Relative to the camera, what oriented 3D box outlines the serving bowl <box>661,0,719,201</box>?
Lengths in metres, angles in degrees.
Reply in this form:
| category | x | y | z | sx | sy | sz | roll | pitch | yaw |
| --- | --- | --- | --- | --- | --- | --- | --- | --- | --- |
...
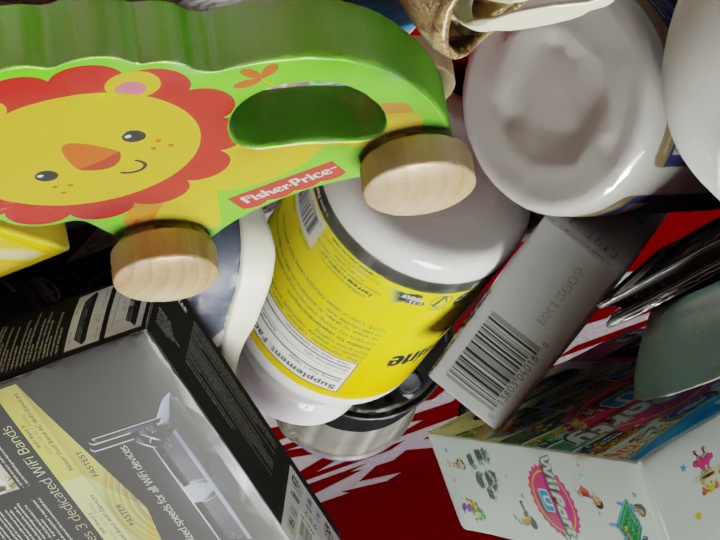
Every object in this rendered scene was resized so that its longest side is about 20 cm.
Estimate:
| category | x | y | z | sx | sy | sz | roll | pitch | yaw |
| --- | --- | --- | --- | --- | --- | --- | --- | --- | --- |
| serving bowl | 0.190 | -0.126 | 0.789 | 0.200 | 0.066 | 0.201 | -40 | 154 | -24 |

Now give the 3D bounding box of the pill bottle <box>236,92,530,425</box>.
| category | x | y | z | sx | sy | sz | roll | pitch | yaw |
| --- | --- | --- | --- | --- | --- | --- | --- | --- | --- |
| pill bottle | 0.000 | 0.000 | 0.985 | 0.112 | 0.113 | 0.200 | -11 | 155 | -31 |

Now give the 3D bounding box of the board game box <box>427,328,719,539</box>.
| category | x | y | z | sx | sy | sz | roll | pitch | yaw |
| --- | --- | --- | --- | --- | --- | --- | --- | --- | --- |
| board game box | 0.147 | 0.083 | 0.931 | 0.147 | 0.065 | 0.200 | -25 | -169 | -25 |

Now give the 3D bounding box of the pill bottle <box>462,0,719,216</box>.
| category | x | y | z | sx | sy | sz | roll | pitch | yaw |
| --- | --- | --- | --- | --- | --- | --- | --- | --- | --- |
| pill bottle | 0.150 | -0.084 | 0.918 | 0.111 | 0.112 | 0.199 | -28 | 164 | 38 |

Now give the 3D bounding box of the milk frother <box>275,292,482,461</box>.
| category | x | y | z | sx | sy | sz | roll | pitch | yaw |
| --- | --- | --- | --- | --- | --- | --- | --- | --- | --- |
| milk frother | 0.040 | 0.091 | 1.319 | 0.179 | 0.201 | 0.188 | -20 | 169 | -10 |

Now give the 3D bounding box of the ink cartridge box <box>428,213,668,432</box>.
| category | x | y | z | sx | sy | sz | roll | pitch | yaw |
| --- | --- | --- | --- | --- | --- | --- | --- | --- | --- |
| ink cartridge box | 0.111 | -0.002 | 0.989 | 0.109 | 0.050 | 0.200 | -55 | 174 | 26 |

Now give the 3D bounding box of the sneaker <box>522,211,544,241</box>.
| category | x | y | z | sx | sy | sz | roll | pitch | yaw |
| --- | --- | --- | --- | --- | --- | --- | --- | --- | --- |
| sneaker | 0.053 | -0.049 | 1.043 | 0.199 | 0.077 | 0.088 | -30 | 152 | 29 |

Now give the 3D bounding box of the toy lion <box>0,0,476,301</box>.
| category | x | y | z | sx | sy | sz | roll | pitch | yaw |
| --- | --- | --- | --- | --- | --- | --- | --- | --- | --- |
| toy lion | -0.077 | -0.060 | 0.743 | 0.199 | 0.069 | 0.192 | -18 | 156 | 20 |

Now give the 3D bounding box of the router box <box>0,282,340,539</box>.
| category | x | y | z | sx | sy | sz | roll | pitch | yaw |
| --- | --- | --- | --- | --- | --- | --- | --- | --- | --- |
| router box | -0.123 | 0.108 | 0.950 | 0.156 | 0.052 | 0.201 | -18 | 124 | 18 |

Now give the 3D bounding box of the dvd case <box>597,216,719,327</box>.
| category | x | y | z | sx | sy | sz | roll | pitch | yaw |
| --- | --- | --- | --- | --- | --- | --- | --- | --- | --- |
| dvd case | 0.213 | -0.037 | 0.875 | 0.199 | 0.016 | 0.149 | -29 | 180 | 23 |

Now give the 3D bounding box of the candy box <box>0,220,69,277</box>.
| category | x | y | z | sx | sy | sz | roll | pitch | yaw |
| --- | --- | --- | --- | --- | --- | --- | --- | --- | --- |
| candy box | -0.222 | -0.019 | 0.817 | 0.102 | 0.027 | 0.200 | -22 | 164 | 19 |

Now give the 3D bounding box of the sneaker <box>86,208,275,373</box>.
| category | x | y | z | sx | sy | sz | roll | pitch | yaw |
| --- | --- | --- | --- | --- | --- | --- | --- | --- | --- |
| sneaker | -0.106 | 0.044 | 0.976 | 0.084 | 0.075 | 0.201 | 2 | 122 | -20 |

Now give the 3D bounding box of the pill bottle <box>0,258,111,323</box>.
| category | x | y | z | sx | sy | sz | roll | pitch | yaw |
| --- | --- | --- | --- | --- | --- | --- | --- | --- | --- |
| pill bottle | -0.148 | 0.048 | 1.063 | 0.199 | 0.107 | 0.106 | -12 | 166 | -33 |

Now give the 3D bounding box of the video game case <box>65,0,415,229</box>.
| category | x | y | z | sx | sy | sz | roll | pitch | yaw |
| --- | --- | --- | --- | --- | --- | --- | --- | --- | --- |
| video game case | -0.074 | -0.068 | 0.872 | 0.142 | 0.018 | 0.200 | -13 | 167 | -27 |

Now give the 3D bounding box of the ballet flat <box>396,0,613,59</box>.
| category | x | y | z | sx | sy | sz | roll | pitch | yaw |
| --- | --- | --- | --- | --- | --- | --- | --- | --- | --- |
| ballet flat | 0.099 | -0.139 | 0.710 | 0.199 | 0.066 | 0.070 | -27 | 165 | 31 |

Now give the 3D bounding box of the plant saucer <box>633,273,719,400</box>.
| category | x | y | z | sx | sy | sz | roll | pitch | yaw |
| --- | --- | --- | --- | --- | --- | --- | --- | --- | --- |
| plant saucer | 0.206 | -0.003 | 0.862 | 0.199 | 0.036 | 0.200 | -29 | 179 | -1 |
